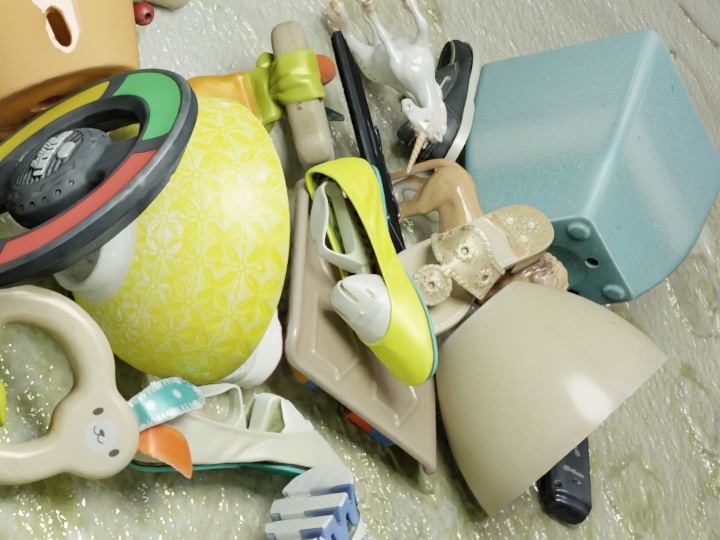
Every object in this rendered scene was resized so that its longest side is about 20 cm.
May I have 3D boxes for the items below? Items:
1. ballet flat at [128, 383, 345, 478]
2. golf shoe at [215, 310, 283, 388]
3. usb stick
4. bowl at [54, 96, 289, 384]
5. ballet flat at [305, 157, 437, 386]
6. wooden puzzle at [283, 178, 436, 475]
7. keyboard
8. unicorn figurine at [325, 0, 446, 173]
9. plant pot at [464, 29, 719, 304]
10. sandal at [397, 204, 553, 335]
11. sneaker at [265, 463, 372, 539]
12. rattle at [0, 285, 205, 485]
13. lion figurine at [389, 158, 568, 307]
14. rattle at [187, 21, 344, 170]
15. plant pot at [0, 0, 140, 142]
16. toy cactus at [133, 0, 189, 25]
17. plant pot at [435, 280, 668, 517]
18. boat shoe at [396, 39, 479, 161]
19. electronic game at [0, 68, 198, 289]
[{"bbox_3d":[-0.082,0.116,1.178,0.199,0.069,0.070,11,54,-46],"label":"ballet flat"},{"bbox_3d":[-0.123,-0.008,1.234,0.091,0.075,0.202,2,60,-45],"label":"golf shoe"},{"bbox_3d":[0.188,0.140,1.519,0.055,0.033,0.201,34,41,-30],"label":"usb stick"},{"bbox_3d":[-0.148,-0.023,1.114,0.107,0.200,0.202,3,59,-40],"label":"bowl"},{"bbox_3d":[0.000,0.000,1.286,0.067,0.067,0.202,3,60,-37],"label":"ballet flat"},{"bbox_3d":[-0.005,0.050,1.339,0.200,0.046,0.186,44,33,-35],"label":"wooden puzzle"},{"bbox_3d":[0.008,-0.101,1.430,0.127,0.020,0.202,59,16,-64],"label":"keyboard"},{"bbox_3d":[0.031,-0.193,1.509,0.200,0.073,0.138,-116,-178,-67],"label":"unicorn figurine"},{"bbox_3d":[0.208,-0.075,1.559,0.197,0.194,0.201,55,43,-34],"label":"plant pot"},{"bbox_3d":[0.091,-0.018,1.354,0.211,0.070,0.078,-29,69,-38],"label":"sandal"},{"bbox_3d":[-0.032,0.242,1.125,0.116,0.080,0.200,57,43,-25],"label":"sneaker"},{"bbox_3d":[-0.170,0.082,1.012,0.199,0.143,0.131,29,64,-17],"label":"rattle"},{"bbox_3d":[0.094,-0.033,1.467,0.201,0.122,0.072,57,35,2],"label":"lion figurine"},{"bbox_3d":[-0.087,-0.140,1.412,0.131,0.142,0.200,58,5,-18],"label":"rattle"},{"bbox_3d":[-0.237,-0.176,1.130,0.199,0.199,0.141,-15,80,-53],"label":"plant pot"},{"bbox_3d":[-0.196,-0.267,1.350,0.164,0.102,0.201,22,37,-52],"label":"toy cactus"},{"bbox_3d":[0.139,0.089,1.373,0.135,0.200,0.200,48,34,7],"label":"plant pot"},{"bbox_3d":[0.077,-0.175,1.611,0.067,0.072,0.201,21,37,-5],"label":"boat shoe"},{"bbox_3d":[-0.188,-0.059,1.031,0.042,0.198,0.201,57,31,-30],"label":"electronic game"}]
